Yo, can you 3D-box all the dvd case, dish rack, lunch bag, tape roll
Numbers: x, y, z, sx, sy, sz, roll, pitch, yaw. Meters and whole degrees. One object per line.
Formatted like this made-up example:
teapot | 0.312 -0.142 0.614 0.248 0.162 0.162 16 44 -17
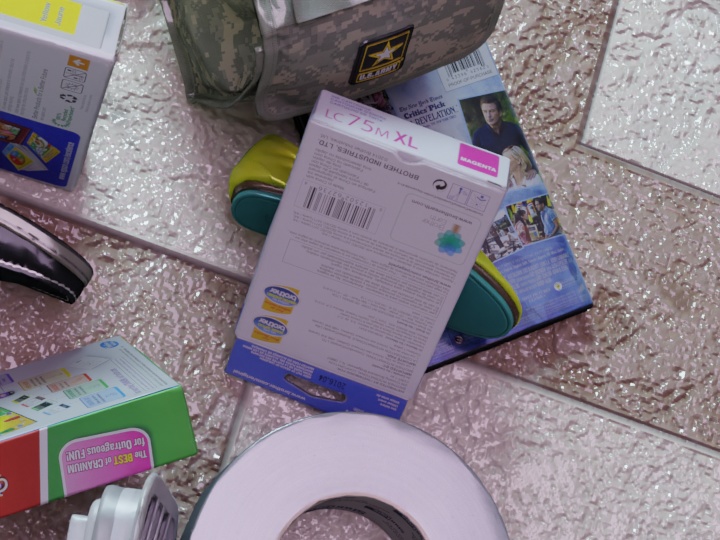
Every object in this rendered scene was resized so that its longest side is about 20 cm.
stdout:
dvd case | 0.051 -0.045 1.188 0.141 0.018 0.202 -19 82 -16
dish rack | -0.142 0.214 1.000 0.043 0.172 0.202 9 76 1
lunch bag | -0.016 -0.162 1.097 0.163 0.200 0.119 -20 103 -18
tape roll | -0.011 0.188 1.090 0.198 0.066 0.203 3 75 -12

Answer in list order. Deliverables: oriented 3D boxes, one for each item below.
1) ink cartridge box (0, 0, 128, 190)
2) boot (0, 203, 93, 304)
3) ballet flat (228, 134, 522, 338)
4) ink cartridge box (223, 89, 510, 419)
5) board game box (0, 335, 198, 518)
ink cartridge box | -0.242 -0.121 1.041 0.198 0.198 0.047 18 70 -10
boot | -0.271 0.023 1.066 0.202 0.074 0.155 21 75 -3
ballet flat | 0.015 -0.029 1.136 0.198 0.067 0.067 24 50 -5
ink cartridge box | 0.000 0.000 1.091 0.118 0.201 0.042 20 35 -3
board game box | -0.205 0.095 1.019 0.198 0.153 0.041 -17 104 -16
